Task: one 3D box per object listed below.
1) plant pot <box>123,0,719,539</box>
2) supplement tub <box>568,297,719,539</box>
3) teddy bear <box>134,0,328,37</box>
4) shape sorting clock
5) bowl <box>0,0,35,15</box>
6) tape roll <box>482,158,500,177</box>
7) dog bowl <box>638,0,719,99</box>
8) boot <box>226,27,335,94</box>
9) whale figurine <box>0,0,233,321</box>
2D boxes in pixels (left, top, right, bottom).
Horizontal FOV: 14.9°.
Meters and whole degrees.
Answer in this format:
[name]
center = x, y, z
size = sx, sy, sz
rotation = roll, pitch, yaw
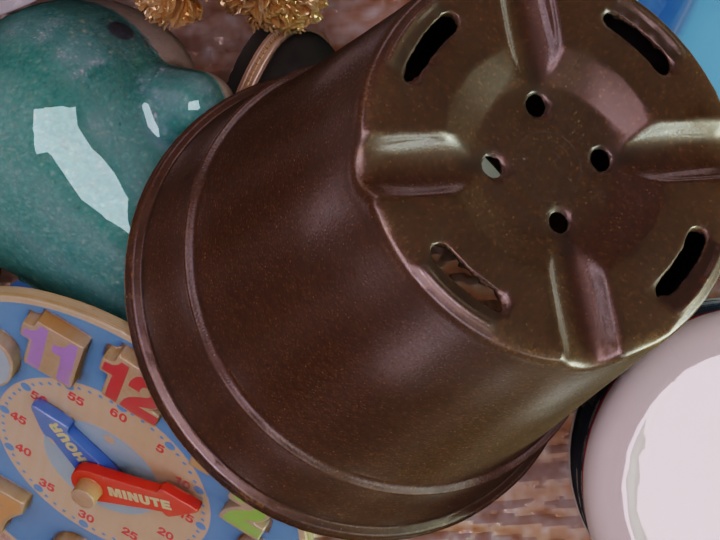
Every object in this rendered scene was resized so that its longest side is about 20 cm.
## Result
[plant pot]
center = 0.034, -0.012, 1.047
size = 0.200, 0.198, 0.201
rotation = 6, 73, -21
[supplement tub]
center = 0.159, 0.082, 1.155
size = 0.140, 0.200, 0.141
rotation = 0, 91, 2
[teddy bear]
center = -0.045, -0.169, 1.165
size = 0.067, 0.200, 0.146
rotation = 7, 92, 25
[shape sorting clock]
center = -0.111, 0.085, 1.183
size = 0.200, 0.200, 0.039
rotation = 34, 49, 1
[bowl]
center = -0.168, -0.171, 1.191
size = 0.201, 0.201, 0.091
rotation = -24, 123, 2
[tape roll]
center = 0.123, -0.092, 1.219
size = 0.202, 0.071, 0.203
rotation = 0, 91, 2
[dog bowl]
center = 0.111, -0.105, 1.123
size = 0.200, 0.050, 0.112
rotation = 41, 58, -20
[boot]
center = 0.000, 0.000, 1.188
size = 0.077, 0.138, 0.201
rotation = -6, 103, -41
[whale figurine]
center = -0.110, -0.023, 1.172
size = 0.200, 0.104, 0.159
rotation = 54, 127, 18
